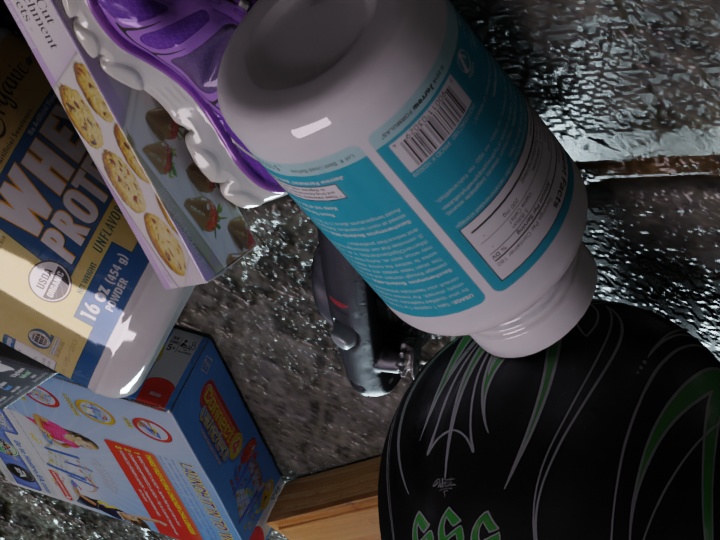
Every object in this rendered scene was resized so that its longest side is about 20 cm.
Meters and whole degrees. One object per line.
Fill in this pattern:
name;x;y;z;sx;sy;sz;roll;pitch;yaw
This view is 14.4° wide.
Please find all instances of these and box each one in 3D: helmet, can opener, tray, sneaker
helmet;0.104;0.108;1.402;0.199;0.192;0.200;5;168;1
can opener;0.000;0.000;1.465;0.078;0.064;0.200;21;155;15
tray;0.031;0.159;1.770;0.099;0.037;0.200;36;153;-18
sneaker;-0.068;-0.117;1.326;0.083;0.081;0.200;-21;132;28

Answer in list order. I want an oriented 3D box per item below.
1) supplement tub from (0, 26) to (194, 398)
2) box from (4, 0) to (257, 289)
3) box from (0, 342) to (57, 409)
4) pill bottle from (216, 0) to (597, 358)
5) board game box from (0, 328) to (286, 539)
supplement tub;-0.174;-0.038;1.469;0.199;0.145;0.145;28;155;-2
box;-0.117;-0.085;1.362;0.041;0.039;0.201;-9;113;51
box;-0.261;-0.013;1.576;0.199;0.123;0.106;17;159;-20
pill bottle;0.030;-0.045;1.292;0.111;0.111;0.200;3;145;42
board game box;-0.163;0.092;1.810;0.195;0.056;0.200;16;152;24
